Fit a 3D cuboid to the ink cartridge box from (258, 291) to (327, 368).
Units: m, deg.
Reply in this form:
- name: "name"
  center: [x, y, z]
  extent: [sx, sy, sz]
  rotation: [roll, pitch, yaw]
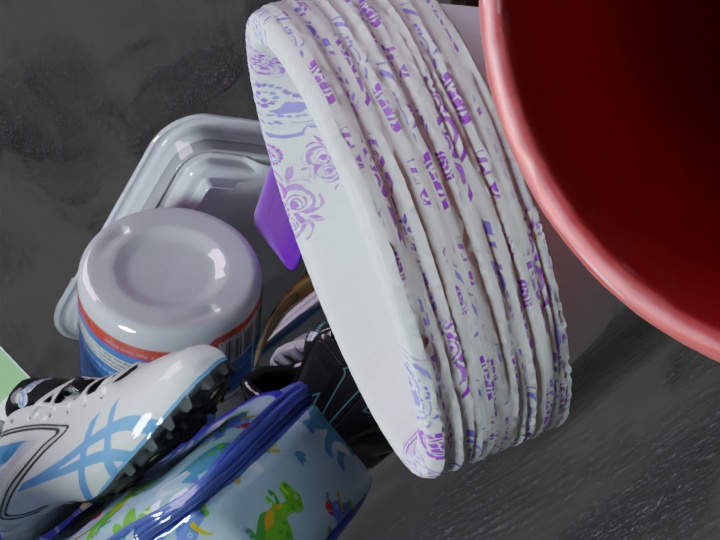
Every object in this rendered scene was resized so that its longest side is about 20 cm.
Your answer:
- name: "ink cartridge box"
  center: [-0.003, 0.035, 1.379]
  extent: [0.116, 0.067, 0.200]
  rotation: [-39, 4, 10]

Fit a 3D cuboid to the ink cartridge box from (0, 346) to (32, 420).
- name: "ink cartridge box"
  center: [-0.181, 0.114, 1.138]
  extent: [0.048, 0.200, 0.145]
  rotation: [-45, 7, -39]

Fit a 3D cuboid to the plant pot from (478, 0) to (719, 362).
- name: "plant pot"
  center: [0.153, -0.082, 0.506]
  extent: [0.200, 0.201, 0.177]
  rotation: [-37, -6, 25]

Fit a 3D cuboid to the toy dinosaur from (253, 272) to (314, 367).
- name: "toy dinosaur"
  center: [0.007, -0.020, 1.140]
  extent: [0.200, 0.061, 0.106]
  rotation: [-34, -2, 0]

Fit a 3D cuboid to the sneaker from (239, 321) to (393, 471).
- name: "sneaker"
  center: [0.016, 0.049, 0.953]
  extent: [0.200, 0.079, 0.075]
  rotation: [-35, 5, 32]

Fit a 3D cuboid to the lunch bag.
- name: "lunch bag"
  center: [-0.097, 0.143, 0.918]
  extent: [0.200, 0.083, 0.161]
  rotation: [-35, 2, 31]

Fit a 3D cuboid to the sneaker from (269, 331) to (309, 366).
- name: "sneaker"
  center: [-0.008, 0.056, 1.103]
  extent: [0.082, 0.075, 0.200]
  rotation: [-42, 4, -19]

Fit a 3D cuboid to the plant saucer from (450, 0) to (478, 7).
- name: "plant saucer"
  center: [0.107, -0.082, 0.773]
  extent: [0.032, 0.200, 0.200]
  rotation: [-51, 5, -8]

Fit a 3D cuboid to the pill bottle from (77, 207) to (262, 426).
- name: "pill bottle"
  center: [-0.120, 0.067, 1.170]
  extent: [0.112, 0.112, 0.201]
  rotation: [-41, -28, -37]

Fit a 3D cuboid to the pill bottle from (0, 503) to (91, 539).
- name: "pill bottle"
  center: [-0.225, 0.208, 1.059]
  extent: [0.120, 0.120, 0.200]
  rotation: [-35, 6, 48]

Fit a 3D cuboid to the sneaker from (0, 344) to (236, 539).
- name: "sneaker"
  center: [-0.135, 0.077, 0.913]
  extent: [0.200, 0.073, 0.072]
  rotation: [-32, 3, 44]

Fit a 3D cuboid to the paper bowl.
- name: "paper bowl"
  center: [0.034, -0.026, 0.756]
  extent: [0.104, 0.202, 0.201]
  rotation: [-19, 1, -9]

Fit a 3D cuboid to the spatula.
- name: "spatula"
  center: [0.000, 0.000, 1.075]
  extent: [0.020, 0.200, 0.057]
  rotation: [-11, -51, -45]

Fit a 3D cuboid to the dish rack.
- name: "dish rack"
  center: [-0.093, -0.010, 1.233]
  extent: [0.171, 0.044, 0.200]
  rotation: [5, -50, -39]
